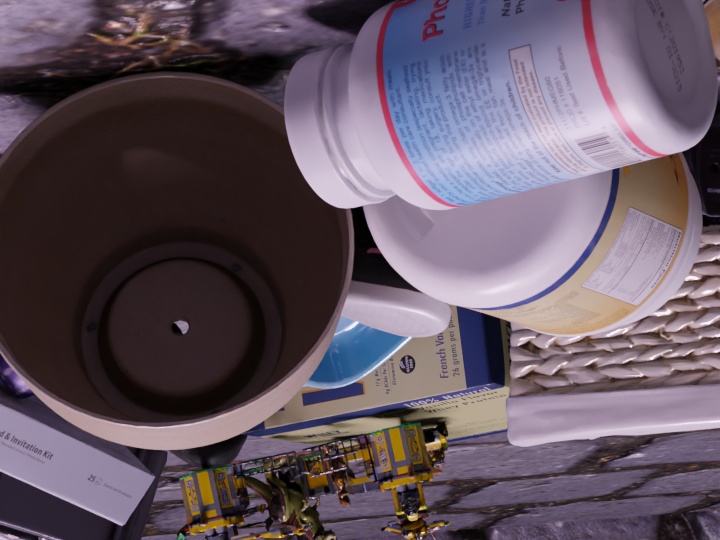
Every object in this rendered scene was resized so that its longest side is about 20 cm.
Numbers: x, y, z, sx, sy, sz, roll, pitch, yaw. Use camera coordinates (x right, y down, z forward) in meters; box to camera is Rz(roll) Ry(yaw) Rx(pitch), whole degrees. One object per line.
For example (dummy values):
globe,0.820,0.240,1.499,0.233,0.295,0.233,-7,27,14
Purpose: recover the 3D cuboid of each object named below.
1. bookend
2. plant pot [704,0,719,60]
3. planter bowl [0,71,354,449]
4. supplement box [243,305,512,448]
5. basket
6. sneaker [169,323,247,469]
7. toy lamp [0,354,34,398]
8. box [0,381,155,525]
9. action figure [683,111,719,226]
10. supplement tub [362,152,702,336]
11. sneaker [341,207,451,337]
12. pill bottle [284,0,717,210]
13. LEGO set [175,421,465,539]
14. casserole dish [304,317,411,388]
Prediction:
bookend,-0.253,0.134,1.788,0.198,0.093,0.200,19,172,-17
plant pot,0.279,-0.134,1.427,0.199,0.028,0.200,-6,167,-1
planter bowl,-0.102,0.013,1.440,0.199,0.201,0.135,-6,157,-2
supplement box,0.042,0.041,1.858,0.199,0.135,0.200,-13,166,28
basket,0.199,0.039,1.656,0.199,0.124,0.135,-8,175,29
sneaker,-0.141,0.108,1.896,0.075,0.200,0.116,-5,124,-27
toy lamp,-0.129,0.001,1.548,0.200,0.058,0.058,-37,166,1
box,-0.233,0.068,1.625,0.156,0.041,0.200,31,-176,-42
action figure,0.183,-0.052,1.664,0.130,0.070,0.200,-11,175,-26
supplement tub,0.102,-0.040,1.489,0.144,0.145,0.200,-12,167,24
sneaker,-0.002,-0.024,1.552,0.071,0.100,0.200,29,173,-34
pill bottle,0.066,-0.091,1.315,0.199,0.109,0.109,-14,166,31
LEGO set,-0.024,0.180,1.813,0.199,0.116,0.154,-12,173,-6
casserole dish,0.000,0.000,1.705,0.121,0.039,0.200,25,123,-37
